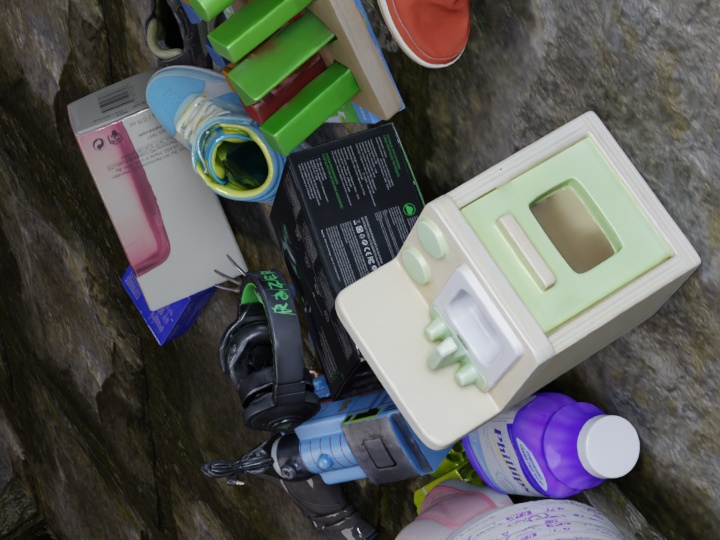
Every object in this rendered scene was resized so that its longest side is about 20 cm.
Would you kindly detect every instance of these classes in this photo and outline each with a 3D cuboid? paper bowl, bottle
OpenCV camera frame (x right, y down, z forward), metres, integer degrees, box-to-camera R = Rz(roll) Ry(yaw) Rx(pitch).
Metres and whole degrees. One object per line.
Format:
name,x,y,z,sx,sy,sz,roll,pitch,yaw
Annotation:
paper bowl,0.130,0.269,1.574,0.104,0.200,0.201,-121,14,-51
bottle,0.150,0.138,1.541,0.084,0.065,0.200,61,159,-9

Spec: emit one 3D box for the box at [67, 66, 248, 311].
box,-0.204,-0.083,1.950,0.128,0.108,0.201,-123,12,-67

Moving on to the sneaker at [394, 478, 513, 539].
sneaker,0.065,0.237,1.694,0.076,0.104,0.200,59,163,0

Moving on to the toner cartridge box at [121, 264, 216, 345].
toner cartridge box,-0.220,0.013,2.238,0.095,0.043,0.200,59,158,7

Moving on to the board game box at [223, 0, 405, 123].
board game box,-0.050,-0.195,1.605,0.200,0.036,0.152,11,127,64

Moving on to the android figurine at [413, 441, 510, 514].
android figurine,0.111,0.237,1.788,0.183,0.041,0.200,57,158,7

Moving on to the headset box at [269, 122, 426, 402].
headset box,0.000,0.000,1.586,0.200,0.092,0.175,117,135,-74

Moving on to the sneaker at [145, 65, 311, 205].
sneaker,-0.130,-0.125,1.714,0.200,0.080,0.130,32,-169,20

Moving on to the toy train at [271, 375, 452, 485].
toy train,0.003,0.138,1.739,0.199,0.114,0.087,-15,111,37

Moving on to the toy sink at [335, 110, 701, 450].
toy sink,0.102,0.006,1.300,0.131,0.199,0.112,56,159,12

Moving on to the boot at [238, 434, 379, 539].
boot,-0.060,0.252,2.159,0.132,0.070,0.200,60,163,-13

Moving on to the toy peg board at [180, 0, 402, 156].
toy peg board,-0.093,-0.197,1.464,0.199,0.098,0.200,34,159,46

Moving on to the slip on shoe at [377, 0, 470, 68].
slip on shoe,0.050,-0.219,1.313,0.061,0.074,0.201,37,144,40

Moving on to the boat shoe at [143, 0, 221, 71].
boat shoe,-0.169,-0.220,1.798,0.073,0.065,0.200,48,157,23

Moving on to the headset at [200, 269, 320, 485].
headset,-0.091,0.095,1.669,0.124,0.093,0.201,-118,25,-50

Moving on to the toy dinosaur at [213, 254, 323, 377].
toy dinosaur,-0.026,0.009,1.811,0.199,0.105,0.182,13,129,17
